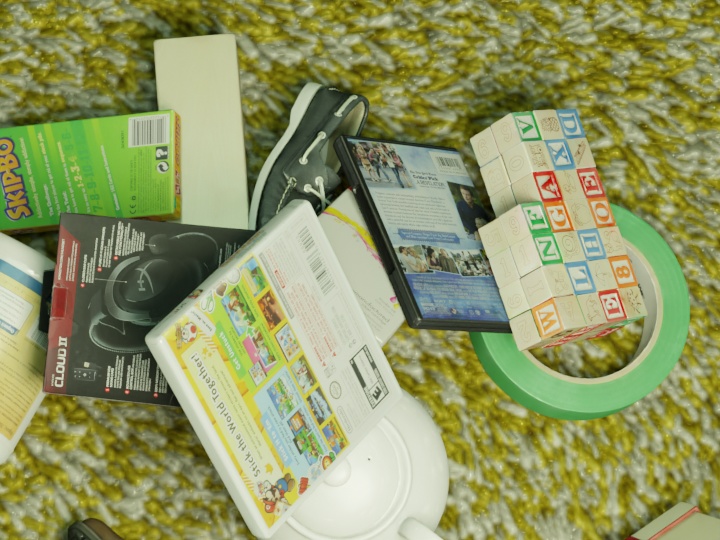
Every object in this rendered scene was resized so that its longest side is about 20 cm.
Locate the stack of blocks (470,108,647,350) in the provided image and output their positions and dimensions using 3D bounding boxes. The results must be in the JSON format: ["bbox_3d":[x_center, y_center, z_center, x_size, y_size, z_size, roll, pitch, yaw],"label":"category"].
[{"bbox_3d":[0.165,-0.038,1.715,0.115,0.059,0.201,-7,74,-42],"label":"stack of blocks"}]

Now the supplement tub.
[{"bbox_3d":[-0.332,0.076,1.645,0.144,0.145,0.200,29,74,0],"label":"supplement tub"}]

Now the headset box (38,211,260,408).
[{"bbox_3d":[-0.165,0.034,1.579,0.199,0.077,0.149,5,88,9],"label":"headset box"}]

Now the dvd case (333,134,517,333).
[{"bbox_3d":[0.065,-0.032,1.713,0.142,0.018,0.200,4,53,-40],"label":"dvd case"}]

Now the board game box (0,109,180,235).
[{"bbox_3d":[-0.256,-0.085,1.727,0.199,0.030,0.096,-4,76,12],"label":"board game box"}]

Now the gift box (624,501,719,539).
[{"bbox_3d":[0.275,0.330,1.656,0.184,0.187,0.200,-26,101,-15],"label":"gift box"}]

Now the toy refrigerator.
[{"bbox_3d":[-0.140,-0.105,1.758,0.076,0.070,0.201,-6,77,-2],"label":"toy refrigerator"}]

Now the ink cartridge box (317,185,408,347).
[{"bbox_3d":[0.000,0.000,1.699,0.116,0.067,0.200,40,37,2],"label":"ink cartridge box"}]

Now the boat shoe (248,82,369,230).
[{"bbox_3d":[-0.046,-0.088,1.739,0.060,0.076,0.200,10,60,16],"label":"boat shoe"}]

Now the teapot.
[{"bbox_3d":[-0.013,0.176,1.653,0.199,0.146,0.198,-6,82,0],"label":"teapot"}]

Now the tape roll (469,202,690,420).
[{"bbox_3d":[0.198,0.035,1.782,0.200,0.048,0.201,2,76,-8],"label":"tape roll"}]

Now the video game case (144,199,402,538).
[{"bbox_3d":[-0.063,0.077,1.528,0.182,0.023,0.200,-44,122,-33],"label":"video game case"}]

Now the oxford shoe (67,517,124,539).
[{"bbox_3d":[-0.162,0.271,1.670,0.200,0.073,0.084,38,58,0],"label":"oxford shoe"}]
